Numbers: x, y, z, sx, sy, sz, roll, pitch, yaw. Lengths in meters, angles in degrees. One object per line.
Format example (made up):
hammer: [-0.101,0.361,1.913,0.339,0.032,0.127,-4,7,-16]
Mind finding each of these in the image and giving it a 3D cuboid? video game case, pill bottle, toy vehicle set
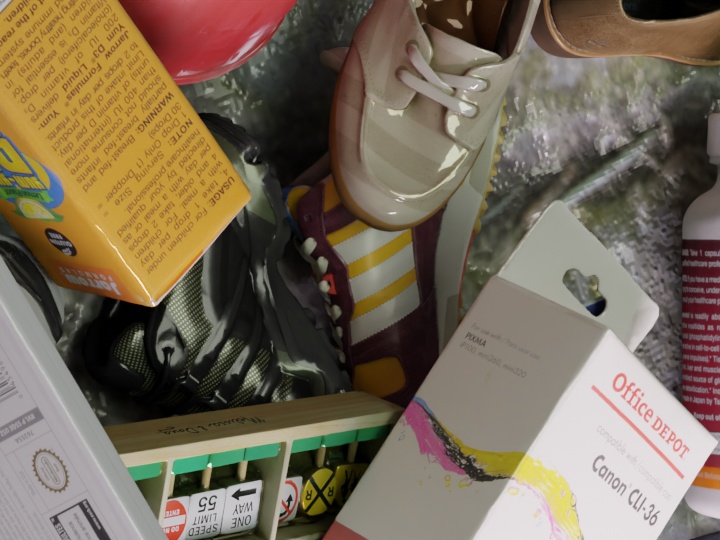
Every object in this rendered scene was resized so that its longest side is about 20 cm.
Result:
video game case: [-0.173,0.093,0.851,0.143,0.200,0.018,60,22,-4]
pill bottle: [0.216,0.021,1.208,0.113,0.113,0.200,-2,92,-38]
toy vehicle set: [-0.068,0.118,0.937,0.200,0.027,0.124,-6,110,-47]

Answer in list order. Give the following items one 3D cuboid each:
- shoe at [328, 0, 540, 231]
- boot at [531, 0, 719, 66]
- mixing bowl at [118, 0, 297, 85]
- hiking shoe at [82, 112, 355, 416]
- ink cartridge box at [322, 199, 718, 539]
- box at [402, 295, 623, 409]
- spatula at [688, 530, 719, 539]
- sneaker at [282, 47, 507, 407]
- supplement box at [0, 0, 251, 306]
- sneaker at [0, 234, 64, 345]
shoe: [0.039,-0.112,1.029,0.070,0.053,0.200,22,74,-1]
boot: [0.179,-0.137,1.202,0.200,0.075,0.074,-13,98,-38]
mixing bowl: [-0.068,-0.185,0.953,0.200,0.108,0.200,20,59,-36]
hiking shoe: [-0.067,0.040,1.025,0.101,0.076,0.200,-23,97,-24]
ink cartridge box: [0.072,0.085,0.998,0.200,0.067,0.116,-57,139,-8]
box: [0.061,0.109,1.075,0.121,0.032,0.200,-19,124,-39]
spatula: [0.132,0.149,1.202,0.200,0.021,0.057,-4,99,-39]
sneaker: [0.000,0.000,1.076,0.090,0.075,0.200,12,87,-15]
supplement box: [-0.125,-0.078,0.885,0.069,0.067,0.200,-53,127,-23]
sneaker: [-0.176,0.026,0.886,0.200,0.075,0.115,32,39,-50]
